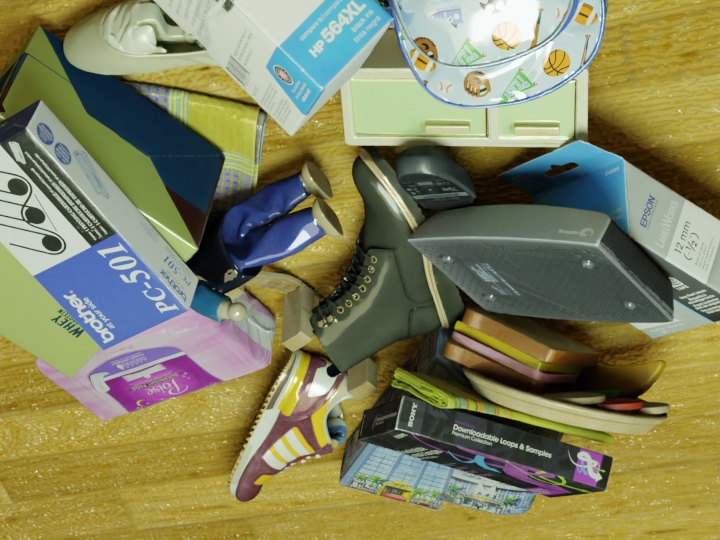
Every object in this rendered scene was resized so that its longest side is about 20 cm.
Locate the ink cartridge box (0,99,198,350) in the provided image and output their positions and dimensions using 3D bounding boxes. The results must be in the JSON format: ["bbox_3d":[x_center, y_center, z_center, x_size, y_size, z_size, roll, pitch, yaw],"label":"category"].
[{"bbox_3d":[-0.226,-0.032,1.297,0.094,0.044,0.200,-25,121,26],"label":"ink cartridge box"}]

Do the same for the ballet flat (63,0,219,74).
[{"bbox_3d":[-0.147,-0.198,1.335,0.199,0.070,0.070,-2,129,2],"label":"ballet flat"}]

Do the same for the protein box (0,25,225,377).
[{"bbox_3d":[-0.259,-0.055,1.400,0.198,0.135,0.200,35,125,-19],"label":"protein box"}]

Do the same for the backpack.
[{"bbox_3d":[0.099,-0.218,1.215,0.199,0.154,0.191,-13,113,19],"label":"backpack"}]

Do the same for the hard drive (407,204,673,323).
[{"bbox_3d":[0.150,-0.006,1.349,0.199,0.042,0.135,2,151,46],"label":"hard drive"}]

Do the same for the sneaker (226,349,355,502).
[{"bbox_3d":[-0.065,0.167,1.616,0.090,0.075,0.200,23,129,-3],"label":"sneaker"}]

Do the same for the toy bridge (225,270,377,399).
[{"bbox_3d":[-0.058,0.042,1.515,0.027,0.067,0.200,-31,127,30],"label":"toy bridge"}]

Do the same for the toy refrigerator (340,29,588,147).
[{"bbox_3d":[0.086,-0.147,1.342,0.199,0.070,0.076,1,129,7],"label":"toy refrigerator"}]

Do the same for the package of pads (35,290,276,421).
[{"bbox_3d":[-0.190,0.065,1.542,0.199,0.076,0.121,-20,137,24],"label":"package of pads"}]

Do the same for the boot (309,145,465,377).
[{"bbox_3d":[0.000,0.000,1.439,0.138,0.078,0.200,-28,122,-2],"label":"boot"}]

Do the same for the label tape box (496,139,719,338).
[{"bbox_3d":[0.219,-0.023,1.381,0.199,0.066,0.143,28,159,-19],"label":"label tape box"}]

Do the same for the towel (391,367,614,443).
[{"bbox_3d":[0.127,0.124,1.455,0.199,0.086,0.018,16,96,-35],"label":"towel"}]

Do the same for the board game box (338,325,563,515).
[{"bbox_3d":[0.099,0.144,1.581,0.199,0.062,0.200,14,130,-3],"label":"board game box"}]

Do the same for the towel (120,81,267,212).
[{"bbox_3d":[-0.182,-0.100,1.452,0.199,0.023,0.144,12,130,-1],"label":"towel"}]

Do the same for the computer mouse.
[{"bbox_3d":[0.087,-0.060,1.399,0.058,0.034,0.200,-2,158,27],"label":"computer mouse"}]

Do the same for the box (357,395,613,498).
[{"bbox_3d":[0.108,0.161,1.481,0.199,0.036,0.143,19,166,-9],"label":"box"}]

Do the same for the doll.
[{"bbox_3d":[-0.113,-0.014,1.421,0.199,0.137,0.048,-28,146,17],"label":"doll"}]

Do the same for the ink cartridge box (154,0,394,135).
[{"bbox_3d":[-0.085,-0.211,1.229,0.200,0.084,0.146,45,167,-2],"label":"ink cartridge box"}]

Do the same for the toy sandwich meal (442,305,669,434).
[{"bbox_3d":[0.178,0.086,1.453,0.204,0.205,0.071,12,95,-1],"label":"toy sandwich meal"}]
